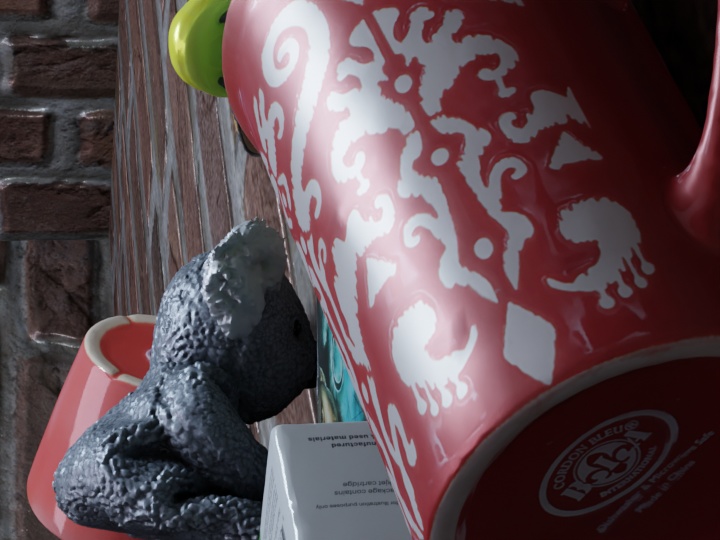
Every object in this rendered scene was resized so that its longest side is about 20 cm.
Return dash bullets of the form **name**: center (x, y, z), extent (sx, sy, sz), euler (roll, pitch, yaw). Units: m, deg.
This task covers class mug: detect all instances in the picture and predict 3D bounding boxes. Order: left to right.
- **mug**: center (0.044, -0.027, 0.429), extent (0.201, 0.133, 0.178), euler (-109, 19, -46)

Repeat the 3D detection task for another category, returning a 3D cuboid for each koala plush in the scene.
- **koala plush**: center (-0.091, 0.074, 1.009), extent (0.177, 0.183, 0.201), euler (137, 143, -73)

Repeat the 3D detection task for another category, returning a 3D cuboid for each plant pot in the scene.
- **plant pot**: center (-0.213, 0.153, 1.539), extent (0.201, 0.199, 0.178), euler (-112, 35, -60)

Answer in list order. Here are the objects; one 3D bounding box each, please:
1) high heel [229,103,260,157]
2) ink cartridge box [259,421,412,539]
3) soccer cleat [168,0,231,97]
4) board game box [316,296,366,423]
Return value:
- **high heel**: center (-0.066, -0.135, 1.028), extent (0.200, 0.071, 0.144), euler (-64, -18, -78)
- **ink cartridge box**: center (0.006, 0.189, 0.717), extent (0.201, 0.082, 0.147), euler (-105, 18, -48)
- **soccer cleat**: center (-0.065, -0.144, 0.853), extent (0.200, 0.083, 0.065), euler (-53, -29, -56)
- **board game box**: center (0.000, 0.000, 0.863), extent (0.135, 0.028, 0.201), euler (-173, 82, -77)
